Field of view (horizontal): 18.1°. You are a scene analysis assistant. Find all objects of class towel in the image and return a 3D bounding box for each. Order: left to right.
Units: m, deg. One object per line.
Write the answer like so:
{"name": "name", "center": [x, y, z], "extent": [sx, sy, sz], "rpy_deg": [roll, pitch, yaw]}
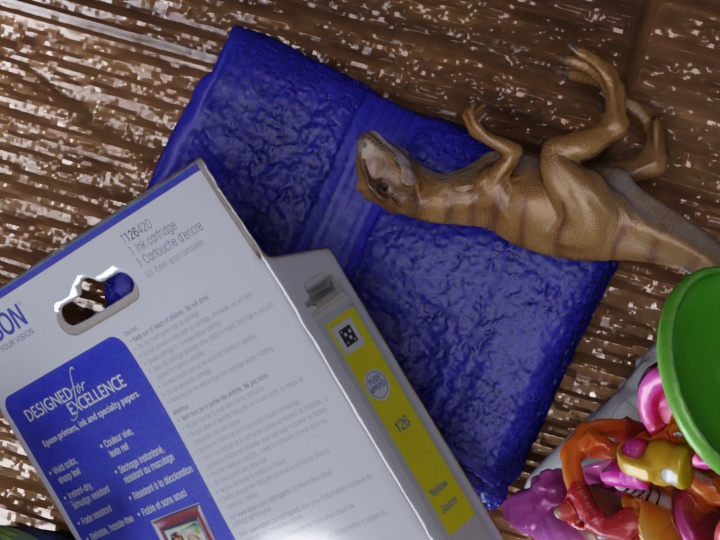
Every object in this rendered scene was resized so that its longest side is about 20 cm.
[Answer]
{"name": "towel", "center": [0.000, 0.000, 0.964], "extent": [0.199, 0.050, 0.148], "rpy_deg": [25, 98, 5]}

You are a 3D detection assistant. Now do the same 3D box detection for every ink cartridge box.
{"name": "ink cartridge box", "center": [-0.060, 0.069, 0.943], "extent": [0.197, 0.047, 0.201], "rpy_deg": [-28, 92, 44]}

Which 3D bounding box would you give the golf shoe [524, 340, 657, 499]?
{"name": "golf shoe", "center": [0.147, 0.049, 0.947], "extent": [0.200, 0.092, 0.075], "rpy_deg": [-34, 132, 30]}

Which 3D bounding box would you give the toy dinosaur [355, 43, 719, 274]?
{"name": "toy dinosaur", "center": [0.098, -0.026, 0.919], "extent": [0.199, 0.060, 0.107], "rpy_deg": [17, 72, 13]}

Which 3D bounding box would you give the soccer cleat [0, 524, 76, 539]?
{"name": "soccer cleat", "center": [-0.216, 0.146, 1.009], "extent": [0.199, 0.084, 0.065], "rpy_deg": [-4, 98, 12]}

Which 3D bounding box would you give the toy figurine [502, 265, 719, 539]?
{"name": "toy figurine", "center": [0.120, 0.113, 0.869], "extent": [0.200, 0.150, 0.184], "rpy_deg": [51, 138, -9]}
